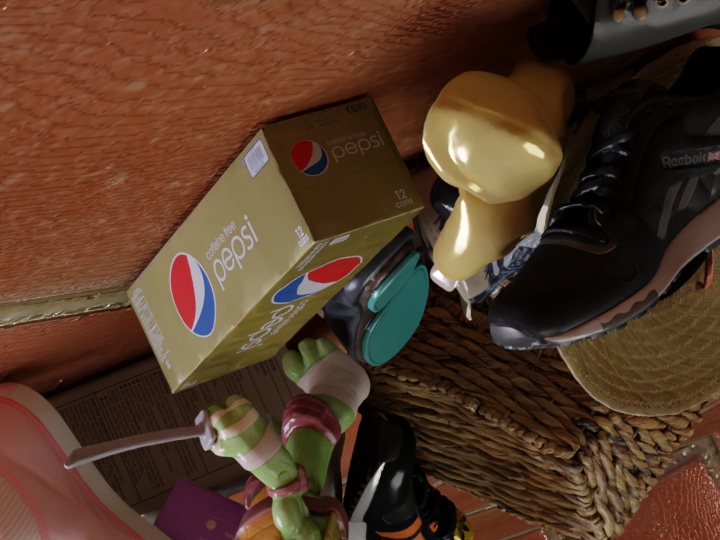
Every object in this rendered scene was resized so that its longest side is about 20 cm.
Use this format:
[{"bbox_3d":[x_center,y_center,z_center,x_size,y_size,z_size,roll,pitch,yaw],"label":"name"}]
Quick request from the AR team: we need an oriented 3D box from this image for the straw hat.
[{"bbox_3d":[0.144,-0.030,1.177,0.201,0.202,0.085,-17,-157,-33],"label":"straw hat"}]

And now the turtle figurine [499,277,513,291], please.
[{"bbox_3d":[0.134,-0.008,1.443,0.149,0.101,0.200,14,-169,17],"label":"turtle figurine"}]

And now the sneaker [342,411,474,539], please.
[{"bbox_3d":[0.035,0.155,1.493,0.090,0.070,0.200,10,148,-2],"label":"sneaker"}]

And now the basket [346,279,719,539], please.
[{"bbox_3d":[0.106,0.062,1.464,0.149,0.200,0.143,-51,141,-22],"label":"basket"}]

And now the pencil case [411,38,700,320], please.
[{"bbox_3d":[0.125,-0.054,1.256,0.200,0.078,0.090,-25,133,-1],"label":"pencil case"}]

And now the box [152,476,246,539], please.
[{"bbox_3d":[-0.041,0.201,1.388,0.039,0.137,0.200,-61,161,-19],"label":"box"}]

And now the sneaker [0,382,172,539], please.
[{"bbox_3d":[-0.169,0.168,1.277,0.075,0.200,0.105,-26,-162,41],"label":"sneaker"}]

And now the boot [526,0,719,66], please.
[{"bbox_3d":[0.166,-0.143,1.008,0.138,0.078,0.200,-16,164,-18],"label":"boot"}]

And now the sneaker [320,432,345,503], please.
[{"bbox_3d":[-0.041,0.138,1.524,0.075,0.089,0.200,-8,-151,7],"label":"sneaker"}]

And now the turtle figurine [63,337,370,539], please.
[{"bbox_3d":[-0.077,0.115,1.222,0.199,0.144,0.194,-1,-153,15],"label":"turtle figurine"}]

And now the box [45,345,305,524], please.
[{"bbox_3d":[-0.132,0.109,1.401,0.199,0.095,0.078,-20,168,-17],"label":"box"}]

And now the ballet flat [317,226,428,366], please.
[{"bbox_3d":[0.000,0.000,1.275,0.073,0.073,0.200,-24,167,-4],"label":"ballet flat"}]

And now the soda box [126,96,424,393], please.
[{"bbox_3d":[-0.047,-0.009,1.148,0.068,0.064,0.200,-18,166,-32],"label":"soda box"}]

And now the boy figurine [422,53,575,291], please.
[{"bbox_3d":[0.063,-0.049,1.092,0.125,0.064,0.200,-65,174,1],"label":"boy figurine"}]

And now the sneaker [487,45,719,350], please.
[{"bbox_3d":[0.122,-0.040,1.067,0.200,0.088,0.076,-36,-158,-31],"label":"sneaker"}]
